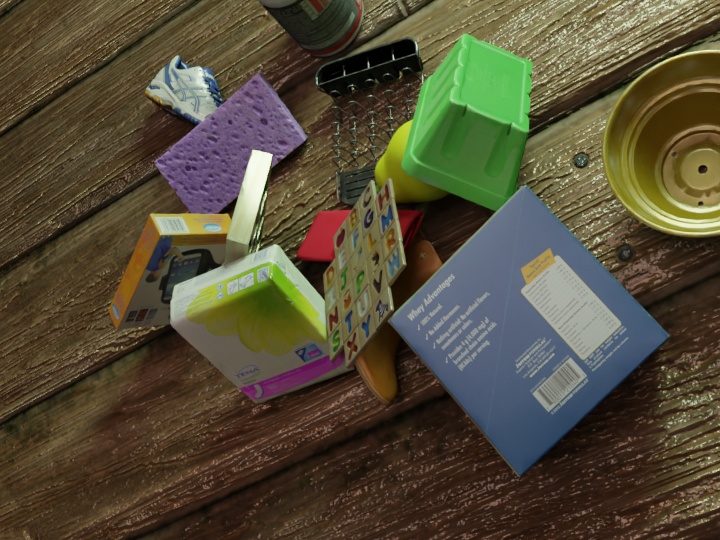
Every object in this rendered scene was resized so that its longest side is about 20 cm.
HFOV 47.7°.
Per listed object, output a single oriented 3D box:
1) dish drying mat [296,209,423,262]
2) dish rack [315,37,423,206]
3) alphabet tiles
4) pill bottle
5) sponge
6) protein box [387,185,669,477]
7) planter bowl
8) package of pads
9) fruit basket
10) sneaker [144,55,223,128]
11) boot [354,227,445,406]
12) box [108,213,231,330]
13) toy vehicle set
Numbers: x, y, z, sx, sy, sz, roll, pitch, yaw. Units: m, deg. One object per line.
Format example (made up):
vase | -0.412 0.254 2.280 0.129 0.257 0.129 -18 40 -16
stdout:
dish drying mat | -0.005 -0.042 1.017 0.198 0.018 0.078 3 61 51
dish rack | 0.021 -0.189 1.073 0.150 0.054 0.205 -12 70 24
alphabet tiles | 0.000 0.000 0.917 0.167 0.006 0.203 -54 30 37
pill bottle | -0.082 -0.387 1.099 0.113 0.199 0.119 -7 72 23
sponge | -0.182 -0.169 1.146 0.198 0.030 0.112 -36 103 12
protein box | 0.172 0.062 0.850 0.198 0.135 0.201 -44 75 8
planter bowl | 0.362 -0.121 0.865 0.196 0.083 0.206 -8 70 24
package of pads | -0.117 0.070 0.980 0.151 0.201 0.069 -20 44 19
fruit basket | 0.107 -0.142 0.949 0.152 0.216 0.221 20 83 -3
sneaker | -0.239 -0.259 1.212 0.198 0.075 0.089 33 87 28
boot | 0.048 0.043 0.980 0.142 0.071 0.205 -30 60 16
box | -0.253 0.010 1.080 0.042 0.117 0.202 53 128 30
toy vehicle set | -0.143 -0.042 1.023 0.026 0.201 0.127 13 62 -4
